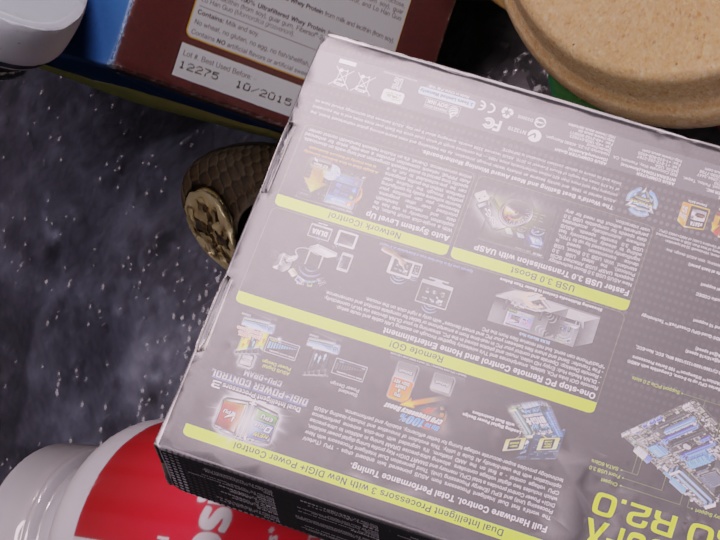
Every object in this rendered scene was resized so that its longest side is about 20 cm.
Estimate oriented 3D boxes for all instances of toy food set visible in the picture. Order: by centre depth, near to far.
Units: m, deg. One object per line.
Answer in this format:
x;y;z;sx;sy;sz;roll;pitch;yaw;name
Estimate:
0.129;-0.139;0.789;0.200;0.049;0.198;-45;57;20;toy food set

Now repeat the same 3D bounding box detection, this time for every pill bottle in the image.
-0.043;0.114;0.818;0.199;0.112;0.113;2;80;37;pill bottle

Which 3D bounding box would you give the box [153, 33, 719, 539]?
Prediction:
0.054;0.024;0.725;0.199;0.044;0.161;17;69;10;box

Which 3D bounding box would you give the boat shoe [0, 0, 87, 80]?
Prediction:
-0.156;-0.095;0.790;0.091;0.071;0.200;-61;32;18;boat shoe

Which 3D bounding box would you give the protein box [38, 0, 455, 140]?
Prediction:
-0.059;-0.165;0.856;0.198;0.135;0.201;18;90;53;protein box

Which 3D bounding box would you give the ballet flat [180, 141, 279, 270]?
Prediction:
0.000;0.000;0.842;0.200;0.068;0.046;21;53;35;ballet flat
